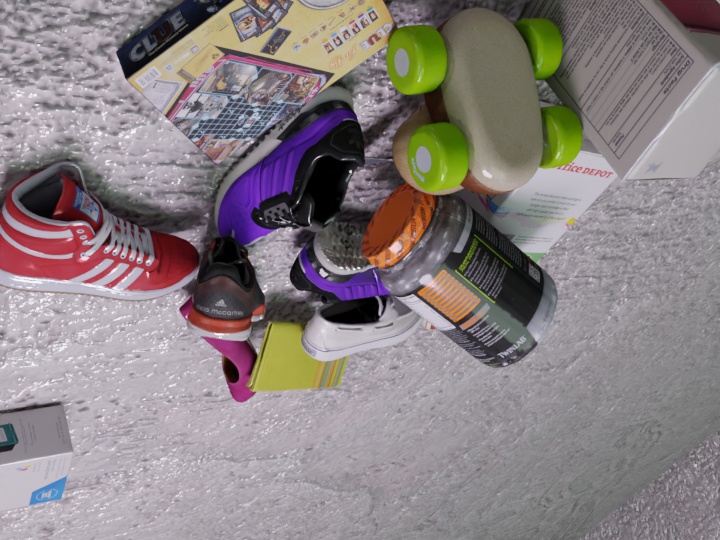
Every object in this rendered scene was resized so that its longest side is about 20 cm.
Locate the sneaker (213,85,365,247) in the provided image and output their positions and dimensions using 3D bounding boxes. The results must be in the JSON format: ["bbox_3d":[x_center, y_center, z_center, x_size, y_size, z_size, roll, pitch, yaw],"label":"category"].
[{"bbox_3d":[-0.066,-0.069,0.786,0.069,0.101,0.200,9,137,-45],"label":"sneaker"}]

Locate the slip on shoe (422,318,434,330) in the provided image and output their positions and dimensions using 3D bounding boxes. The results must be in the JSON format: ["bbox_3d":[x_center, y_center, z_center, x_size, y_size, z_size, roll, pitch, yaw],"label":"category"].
[{"bbox_3d":[0.121,0.042,1.083,0.060,0.075,0.200,23,164,0],"label":"slip on shoe"}]

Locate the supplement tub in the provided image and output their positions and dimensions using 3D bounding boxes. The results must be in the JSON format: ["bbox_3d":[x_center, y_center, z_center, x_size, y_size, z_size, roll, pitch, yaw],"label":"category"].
[{"bbox_3d":[0.103,0.002,0.887,0.199,0.124,0.122,38,116,-22],"label":"supplement tub"}]

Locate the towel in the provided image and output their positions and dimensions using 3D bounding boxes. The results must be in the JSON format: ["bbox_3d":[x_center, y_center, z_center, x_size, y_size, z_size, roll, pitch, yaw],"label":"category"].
[{"bbox_3d":[-0.070,0.106,1.056,0.199,0.018,0.088,10,98,-61],"label":"towel"}]

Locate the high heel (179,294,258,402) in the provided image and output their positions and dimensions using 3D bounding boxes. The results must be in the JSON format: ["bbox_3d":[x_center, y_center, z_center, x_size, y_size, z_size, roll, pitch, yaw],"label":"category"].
[{"bbox_3d":[-0.167,0.092,0.977,0.095,0.067,0.203,-21,135,-30],"label":"high heel"}]

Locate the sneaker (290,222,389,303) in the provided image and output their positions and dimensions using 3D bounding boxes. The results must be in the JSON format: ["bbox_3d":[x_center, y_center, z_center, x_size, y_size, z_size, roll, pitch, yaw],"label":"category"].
[{"bbox_3d":[0.000,-0.001,0.971,0.197,0.071,0.099,9,144,-43],"label":"sneaker"}]

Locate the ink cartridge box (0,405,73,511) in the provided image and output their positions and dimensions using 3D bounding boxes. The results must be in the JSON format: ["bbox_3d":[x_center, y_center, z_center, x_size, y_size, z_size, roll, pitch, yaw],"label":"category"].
[{"bbox_3d":[-0.439,0.225,0.957,0.196,0.068,0.117,-5,142,-32],"label":"ink cartridge box"}]

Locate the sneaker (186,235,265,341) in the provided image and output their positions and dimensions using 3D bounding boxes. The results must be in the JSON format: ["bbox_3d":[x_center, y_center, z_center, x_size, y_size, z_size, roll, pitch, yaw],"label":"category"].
[{"bbox_3d":[-0.124,0.006,0.820,0.075,0.200,0.084,8,100,-10],"label":"sneaker"}]

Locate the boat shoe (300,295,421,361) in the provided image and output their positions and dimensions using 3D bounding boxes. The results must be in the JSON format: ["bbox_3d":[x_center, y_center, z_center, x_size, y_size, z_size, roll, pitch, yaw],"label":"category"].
[{"bbox_3d":[0.012,0.050,1.045,0.197,0.072,0.066,-12,141,-38],"label":"boat shoe"}]

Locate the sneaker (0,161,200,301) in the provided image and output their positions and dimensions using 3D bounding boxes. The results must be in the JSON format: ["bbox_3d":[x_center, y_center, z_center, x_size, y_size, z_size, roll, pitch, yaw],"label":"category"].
[{"bbox_3d":[-0.223,-0.033,0.748,0.197,0.072,0.113,0,143,-35],"label":"sneaker"}]

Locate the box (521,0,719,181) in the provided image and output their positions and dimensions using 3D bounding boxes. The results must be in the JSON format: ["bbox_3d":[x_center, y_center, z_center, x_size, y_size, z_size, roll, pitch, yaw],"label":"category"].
[{"bbox_3d":[0.250,-0.196,0.756,0.107,0.202,0.129,-5,143,-34],"label":"box"}]

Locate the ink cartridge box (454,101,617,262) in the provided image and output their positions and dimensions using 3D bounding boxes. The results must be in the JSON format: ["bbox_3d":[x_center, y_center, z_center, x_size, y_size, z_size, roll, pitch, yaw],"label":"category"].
[{"bbox_3d":[0.187,-0.091,0.973,0.143,0.085,0.201,2,139,-39],"label":"ink cartridge box"}]

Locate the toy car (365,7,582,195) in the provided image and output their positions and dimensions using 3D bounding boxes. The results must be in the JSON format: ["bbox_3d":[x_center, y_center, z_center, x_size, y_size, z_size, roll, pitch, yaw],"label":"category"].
[{"bbox_3d":[0.076,-0.137,0.793,0.161,0.162,0.199,-13,179,-30],"label":"toy car"}]

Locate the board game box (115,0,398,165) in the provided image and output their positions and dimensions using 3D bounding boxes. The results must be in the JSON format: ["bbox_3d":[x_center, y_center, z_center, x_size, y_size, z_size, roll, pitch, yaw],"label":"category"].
[{"bbox_3d":[-0.076,-0.184,0.679,0.198,0.035,0.136,-33,149,7],"label":"board game box"}]
